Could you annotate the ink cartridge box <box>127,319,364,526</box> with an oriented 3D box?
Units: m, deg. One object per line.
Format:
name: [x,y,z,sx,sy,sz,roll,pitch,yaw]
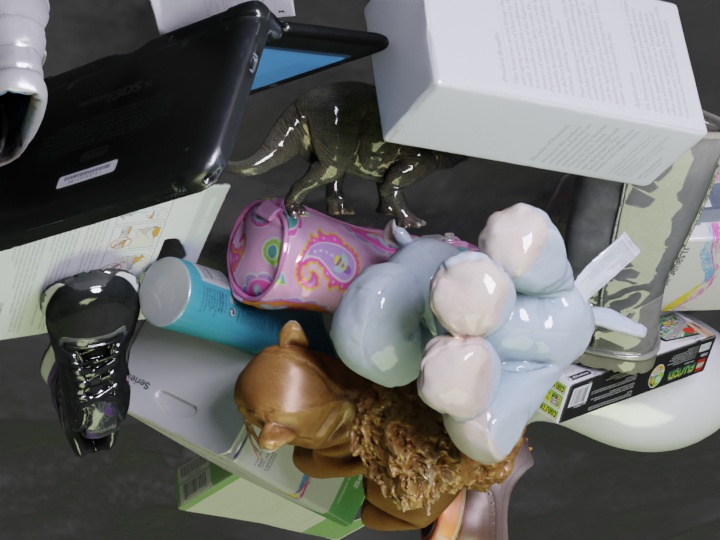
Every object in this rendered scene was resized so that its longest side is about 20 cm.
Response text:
ink cartridge box: [-0.090,0.122,1.487,0.144,0.085,0.200,20,169,33]

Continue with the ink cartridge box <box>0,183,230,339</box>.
ink cartridge box: [-0.200,-0.019,1.307,0.172,0.044,0.200,-9,154,-24]

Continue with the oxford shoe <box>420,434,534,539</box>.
oxford shoe: [0.100,0.125,1.433,0.072,0.202,0.071,16,163,-11]

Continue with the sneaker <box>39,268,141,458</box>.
sneaker: [-0.191,0.072,1.346,0.075,0.088,0.200,-11,155,-15]

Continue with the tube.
tube: [-0.081,0.034,1.380,0.050,0.078,0.199,-32,151,28]

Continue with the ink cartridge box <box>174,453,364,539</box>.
ink cartridge box: [-0.056,0.200,1.749,0.199,0.048,0.145,15,144,-38]

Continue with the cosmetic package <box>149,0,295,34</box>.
cosmetic package: [-0.087,-0.207,0.977,0.082,0.051,0.200,-6,152,2]

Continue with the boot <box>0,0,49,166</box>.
boot: [-0.246,-0.094,1.092,0.073,0.096,0.200,10,148,-32]

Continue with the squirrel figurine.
squirrel figurine: [0.011,0.103,1.321,0.186,0.143,0.199,27,165,-37]

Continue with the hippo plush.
hippo plush: [0.065,0.012,1.224,0.200,0.160,0.160,-39,133,-32]

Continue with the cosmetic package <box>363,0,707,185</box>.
cosmetic package: [0.109,-0.124,1.135,0.198,0.102,0.071,8,149,-28]

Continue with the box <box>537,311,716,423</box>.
box: [0.175,0.057,1.414,0.199,0.110,0.035,-13,126,-46]

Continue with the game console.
game console: [-0.103,-0.077,1.079,0.199,0.177,0.116,-14,139,39]

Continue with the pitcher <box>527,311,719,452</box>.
pitcher: [0.205,0.090,1.568,0.198,0.123,0.171,2,-178,-18]

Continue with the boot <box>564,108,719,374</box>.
boot: [0.153,-0.032,1.291,0.180,0.073,0.201,7,127,0]

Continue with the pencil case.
pencil case: [0.000,0.000,1.360,0.199,0.088,0.087,11,147,-34]

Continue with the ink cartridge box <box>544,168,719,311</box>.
ink cartridge box: [0.239,-0.021,1.399,0.198,0.068,0.117,-2,151,-13]

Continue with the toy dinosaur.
toy dinosaur: [-0.001,-0.085,1.212,0.198,0.103,0.077,6,-169,-2]
